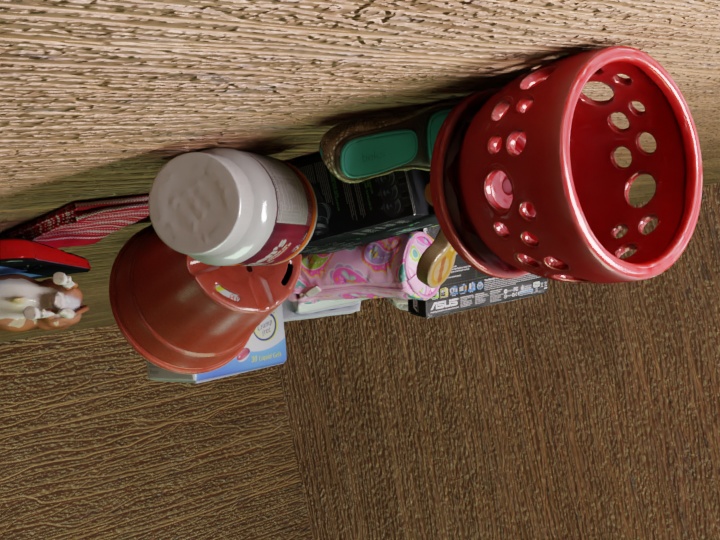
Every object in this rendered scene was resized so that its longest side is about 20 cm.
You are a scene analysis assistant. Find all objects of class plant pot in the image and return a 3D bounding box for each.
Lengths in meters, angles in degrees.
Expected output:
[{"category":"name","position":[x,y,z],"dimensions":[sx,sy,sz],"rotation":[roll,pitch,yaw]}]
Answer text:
[{"category":"plant pot","position":[-0.177,0.004,1.622],"dimensions":[0.200,0.202,0.195],"rotation":[-10,168,-32]},{"category":"plant pot","position":[0.178,-0.087,1.205],"dimensions":[0.199,0.202,0.182],"rotation":[-10,-176,-39]}]

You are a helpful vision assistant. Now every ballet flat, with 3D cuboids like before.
[{"category":"ballet flat","position":[0.048,-0.128,1.287],"dimensions":[0.199,0.071,0.065],"rotation":[-8,-158,-28]}]

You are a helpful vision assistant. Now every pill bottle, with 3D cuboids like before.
[{"category":"pill bottle","position":[-0.119,-0.059,1.281],"dimensions":[0.109,0.110,0.200],"rotation":[-13,177,16]}]

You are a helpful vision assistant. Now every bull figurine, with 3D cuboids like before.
[{"category":"bull figurine","position":[-0.399,0.036,1.475],"dimensions":[0.198,0.066,0.121],"rotation":[-4,172,-10]}]

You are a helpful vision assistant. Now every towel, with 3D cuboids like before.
[{"category":"towel","position":[-0.304,-0.052,1.510],"dimensions":[0.144,0.023,0.199],"rotation":[-11,176,-41]}]

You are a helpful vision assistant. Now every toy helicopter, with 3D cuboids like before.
[{"category":"toy helicopter","position":[0.111,-0.075,1.394],"dimensions":[0.079,0.201,0.132],"rotation":[29,-177,28]}]

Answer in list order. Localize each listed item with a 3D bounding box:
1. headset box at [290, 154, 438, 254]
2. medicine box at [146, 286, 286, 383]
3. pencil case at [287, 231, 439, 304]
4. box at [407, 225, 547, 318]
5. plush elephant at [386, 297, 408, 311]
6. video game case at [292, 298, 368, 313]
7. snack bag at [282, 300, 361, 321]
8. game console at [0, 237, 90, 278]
[{"category":"headset box","position":[0.005,-0.083,1.487],"dimensions":[0.199,0.094,0.174],"rotation":[-14,176,24]},{"category":"medicine box","position":[-0.207,0.043,1.888],"dimensions":[0.102,0.202,0.182],"rotation":[-1,-175,41]},{"category":"pencil case","position":[0.000,0.000,1.624],"dimensions":[0.199,0.088,0.087],"rotation":[-4,-178,35]},{"category":"box","position":[0.146,-0.052,1.681],"dimensions":[0.199,0.195,0.047],"rotation":[-11,-167,-32]},{"category":"plush elephant","position":[0.099,-0.033,1.767],"dimensions":[0.164,0.156,0.200],"rotation":[-33,-174,-32]},{"category":"video game case","position":[-0.023,-0.027,1.861],"dimensions":[0.199,0.182,0.023],"rotation":[-11,136,-19]},{"category":"snack bag","position":[-0.082,-0.004,2.018],"dimensions":[0.199,0.190,0.021],"rotation":[-9,139,20]},{"category":"game console","position":[-0.429,-0.001,1.521],"dimensions":[0.198,0.031,0.177],"rotation":[-7,170,14]}]
